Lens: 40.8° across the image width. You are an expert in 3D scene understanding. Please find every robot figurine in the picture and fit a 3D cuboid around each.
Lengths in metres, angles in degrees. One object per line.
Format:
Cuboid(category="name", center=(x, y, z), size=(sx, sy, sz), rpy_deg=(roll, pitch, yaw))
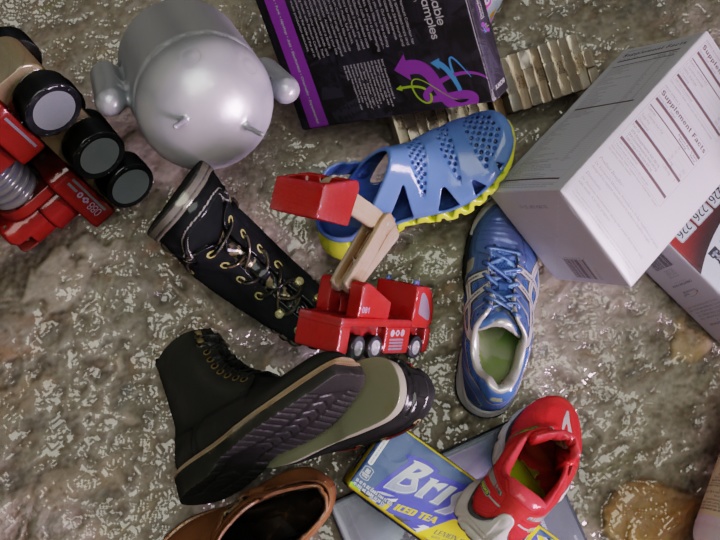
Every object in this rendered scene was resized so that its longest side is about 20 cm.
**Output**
Cuboid(category="robot figurine", center=(-0.139, -0.157, 0.815), size=(0.169, 0.200, 0.113), rpy_deg=(-10, 124, -16))

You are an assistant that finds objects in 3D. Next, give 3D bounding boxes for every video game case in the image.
Cuboid(category="video game case", center=(0.090, 0.232, 0.856), size=(0.200, 0.019, 0.143), rpy_deg=(-23, 83, -9))

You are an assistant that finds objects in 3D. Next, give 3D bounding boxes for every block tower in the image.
Cuboid(category="block tower", center=(0.117, -0.165, 0.904), size=(0.200, 0.058, 0.054), rpy_deg=(-19, 95, -10))

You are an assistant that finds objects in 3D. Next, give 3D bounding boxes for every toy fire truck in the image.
Cuboid(category="toy fire truck", center=(-0.307, -0.081, 0.803), size=(0.200, 0.176, 0.129), rpy_deg=(-43, 59, -5))
Cuboid(category="toy fire truck", center=(0.000, 0.000, 0.796), size=(0.049, 0.200, 0.141), rpy_deg=(12, 94, 34))

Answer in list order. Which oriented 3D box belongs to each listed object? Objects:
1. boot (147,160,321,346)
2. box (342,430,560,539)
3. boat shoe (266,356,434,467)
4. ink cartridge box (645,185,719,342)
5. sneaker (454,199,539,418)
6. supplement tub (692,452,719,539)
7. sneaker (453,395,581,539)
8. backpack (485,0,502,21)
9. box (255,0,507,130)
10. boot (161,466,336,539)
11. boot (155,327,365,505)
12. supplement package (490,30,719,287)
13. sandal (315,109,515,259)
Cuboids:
Cuboid(category="boot", center=(-0.090, -0.008, 0.790), size=(0.154, 0.204, 0.074), rpy_deg=(37, 79, -2))
Cuboid(category="box", center=(0.084, 0.210, 0.818), size=(0.200, 0.064, 0.070), rpy_deg=(36, 79, 2))
Cuboid(category="boat shoe", center=(-0.032, 0.122, 0.806), size=(0.201, 0.063, 0.074), rpy_deg=(-20, 67, 31))
Cuboid(category="ink cartridge box", center=(0.380, -0.036, 0.895), size=(0.176, 0.084, 0.200), rpy_deg=(44, 79, 3))
Cuboid(category="sneaker", center=(0.129, 0.030, 0.864), size=(0.076, 0.077, 0.201), rpy_deg=(4, 77, -3))
Cuboid(category="supplement tub", center=(0.372, 0.198, 0.824), size=(0.145, 0.145, 0.200), rpy_deg=(24, 79, -1))
Cuboid(category="sneaker", center=(0.151, 0.154, 0.787), size=(0.077, 0.200, 0.085), rpy_deg=(40, 123, 6))
Cuboid(category="backpack", center=(0.049, -0.283, 0.869), size=(0.176, 0.153, 0.200), rpy_deg=(25, 93, 18))
Cuboid(category="box", center=(0.013, -0.199, 0.810), size=(0.036, 0.200, 0.143), rpy_deg=(-45, 124, -45))
Cuboid(category="boot", center=(-0.104, 0.226, 0.769), size=(0.200, 0.155, 0.077), rpy_deg=(-28, 84, -9))
Cuboid(category="boot", center=(-0.096, 0.083, 0.779), size=(0.200, 0.077, 0.139), rpy_deg=(-37, 58, 25))
Cuboid(category="supplement package", center=(0.233, -0.096, 0.843), size=(0.200, 0.114, 0.110), rpy_deg=(-45, 109, -14))
Cuboid(category="sandal", center=(0.040, -0.079, 0.837), size=(0.200, 0.087, 0.080), rpy_deg=(-30, 57, 9))
